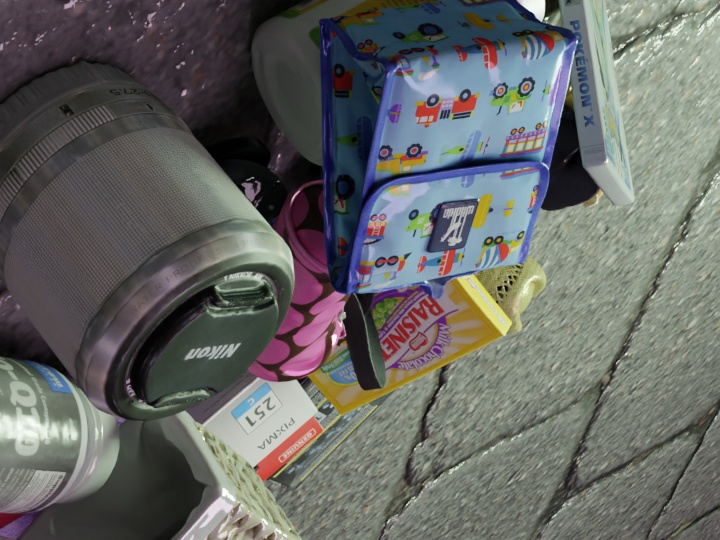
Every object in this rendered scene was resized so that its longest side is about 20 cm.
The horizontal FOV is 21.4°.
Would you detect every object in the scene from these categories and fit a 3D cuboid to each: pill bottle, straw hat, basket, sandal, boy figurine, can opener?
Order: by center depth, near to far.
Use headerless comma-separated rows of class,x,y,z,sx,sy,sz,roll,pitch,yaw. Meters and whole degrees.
pill bottle,0.031,-0.166,1.362,0.199,0.111,0.112,-30,152,-22
can opener,-0.144,-0.024,1.379,0.199,0.079,0.064,-31,115,-3
pill bottle,-0.270,0.118,1.382,0.114,0.114,0.199,-48,154,14
basket,-0.161,0.221,1.472,0.200,0.136,0.123,-46,134,5
sandal,0.000,0.000,1.544,0.047,0.076,0.202,-12,115,10
boy figurine,0.174,-0.118,1.620,0.064,0.125,0.200,-21,-166,14
straw hat,0.116,0.012,1.684,0.202,0.085,0.201,-62,178,-4

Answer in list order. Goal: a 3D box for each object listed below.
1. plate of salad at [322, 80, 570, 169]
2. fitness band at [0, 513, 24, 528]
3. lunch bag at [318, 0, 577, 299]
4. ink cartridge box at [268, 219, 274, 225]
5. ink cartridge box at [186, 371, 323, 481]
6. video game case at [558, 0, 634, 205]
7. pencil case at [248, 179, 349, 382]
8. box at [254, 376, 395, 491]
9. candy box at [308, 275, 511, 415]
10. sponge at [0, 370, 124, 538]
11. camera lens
plate of salad,0.061,-0.120,1.440,0.199,0.199,0.048,-28,107,-26
fitness band,-0.244,0.216,1.533,0.199,0.037,0.144,-30,130,-8
lunch bag,0.050,-0.073,1.295,0.149,0.094,0.202,-12,123,-28
ink cartridge box,-0.129,0.010,1.464,0.200,0.042,0.120,-44,154,-23
ink cartridge box,-0.124,0.171,1.650,0.200,0.045,0.177,-40,142,-7
video game case,0.184,-0.155,1.496,0.022,0.184,0.200,-9,172,13
pencil case,-0.035,0.007,1.423,0.093,0.092,0.200,1,155,-15
box,-0.035,0.109,1.766,0.200,0.049,0.161,-45,152,6
candy box,0.024,0.048,1.614,0.199,0.102,0.026,-29,-161,39
sponge,-0.239,0.135,1.547,0.200,0.030,0.112,-45,155,4
camera lens,-0.151,-0.016,1.241,0.159,0.200,0.161,-32,152,-19
